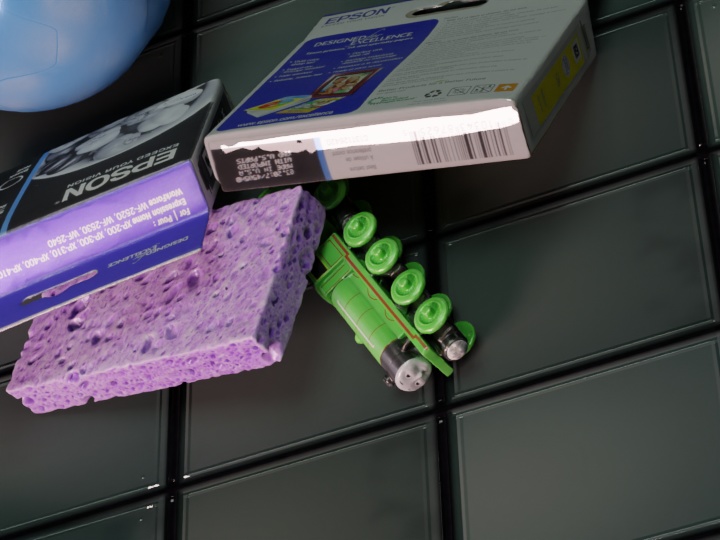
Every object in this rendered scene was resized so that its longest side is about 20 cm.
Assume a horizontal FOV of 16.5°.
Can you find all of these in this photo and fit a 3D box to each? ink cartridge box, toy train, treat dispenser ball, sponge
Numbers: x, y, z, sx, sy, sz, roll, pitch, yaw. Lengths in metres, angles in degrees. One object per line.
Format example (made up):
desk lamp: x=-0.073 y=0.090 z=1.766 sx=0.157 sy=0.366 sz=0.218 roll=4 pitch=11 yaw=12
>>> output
ink cartridge box: x=0.034 y=-0.113 z=1.470 sx=0.197 sy=0.047 sz=0.200 roll=-7 pitch=22 yaw=26
toy train: x=0.000 y=0.000 z=1.421 sx=0.056 sy=0.042 sz=0.200 roll=-44 pitch=44 yaw=5
ink cartridge box: x=-0.175 y=-0.032 z=1.494 sx=0.197 sy=0.044 sz=0.200 roll=-22 pitch=21 yaw=13
treat dispenser ball: x=-0.218 y=-0.204 z=1.594 sx=0.200 sy=0.201 sz=0.202 roll=-16 pitch=47 yaw=18
sponge: x=-0.114 y=0.018 z=1.451 sx=0.199 sy=0.030 sz=0.112 roll=-13 pitch=46 yaw=37
